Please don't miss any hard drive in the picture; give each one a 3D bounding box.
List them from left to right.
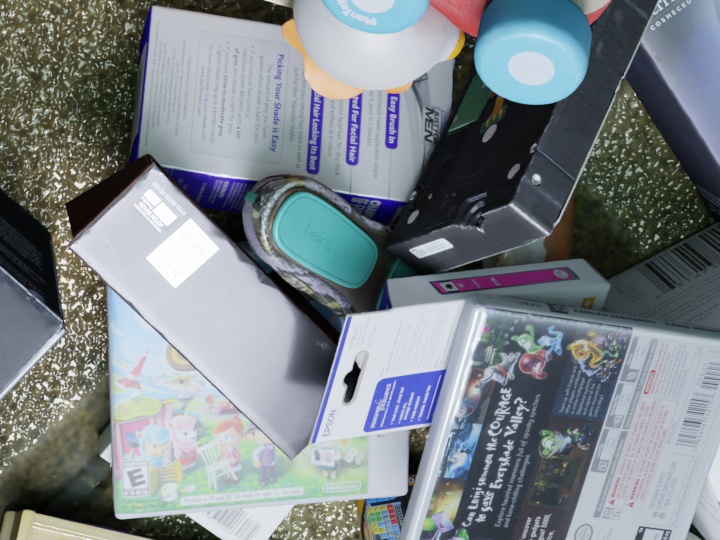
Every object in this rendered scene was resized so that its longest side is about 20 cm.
[{"bbox_3d":[0.101,-0.096,1.224,0.038,0.139,0.201,35,64,-20],"label":"hard drive"}]

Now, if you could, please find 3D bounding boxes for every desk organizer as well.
[{"bbox_3d":[-0.088,0.015,1.254,0.072,0.077,0.200,-42,113,5],"label":"desk organizer"}]

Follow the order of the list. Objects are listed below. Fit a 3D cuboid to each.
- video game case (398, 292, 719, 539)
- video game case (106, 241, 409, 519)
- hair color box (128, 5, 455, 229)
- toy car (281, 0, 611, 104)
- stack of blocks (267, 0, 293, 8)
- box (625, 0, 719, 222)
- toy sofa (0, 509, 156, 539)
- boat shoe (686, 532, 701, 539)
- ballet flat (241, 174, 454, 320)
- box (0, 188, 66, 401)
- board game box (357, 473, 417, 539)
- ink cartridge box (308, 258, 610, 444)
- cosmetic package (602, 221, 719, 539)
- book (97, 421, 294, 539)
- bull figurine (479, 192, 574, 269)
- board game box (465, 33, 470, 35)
[{"bbox_3d":[0.127,0.116,1.257,0.180,0.023,0.202,8,115,-15],"label":"video game case"},{"bbox_3d":[-0.064,0.069,1.334,0.198,0.022,0.184,-3,111,-11],"label":"video game case"},{"bbox_3d":[-0.043,-0.092,1.293,0.198,0.065,0.110,7,69,-10],"label":"hair color box"},{"bbox_3d":[0.036,-0.157,1.158,0.176,0.186,0.200,23,142,-12],"label":"toy car"},{"bbox_3d":[-0.074,-0.206,1.255,0.198,0.115,0.059,15,101,-13],"label":"stack of blocks"},{"bbox_3d":[0.277,-0.156,1.333,0.199,0.123,0.199,-37,107,0],"label":"box"},{"bbox_3d":[-0.150,0.221,1.380,0.198,0.098,0.084,14,78,-13],"label":"toy sofa"},{"bbox_3d":[0.150,0.232,1.434,0.198,0.062,0.075,-18,66,-18],"label":"boat shoe"},{"bbox_3d":[0.000,0.000,1.270,0.200,0.072,0.072,37,95,-36],"label":"ballet flat"},{"bbox_3d":[-0.288,0.040,1.236,0.124,0.197,0.200,42,94,-17],"label":"box"},{"bbox_3d":[0.110,0.205,1.371,0.198,0.166,0.057,-8,134,-9],"label":"board game box"},{"bbox_3d":[0.056,0.048,1.247,0.199,0.037,0.095,-7,127,-35],"label":"ink cartridge box"},{"bbox_3d":[0.279,0.082,1.372,0.164,0.165,0.201,-28,108,-1],"label":"cosmetic package"},{"bbox_3d":[-0.063,0.078,1.370,0.133,0.048,0.200,37,96,-20],"label":"book"},{"bbox_3d":[0.102,-0.035,1.340,0.065,0.121,0.202,9,114,25],"label":"bull figurine"},{"bbox_3d":[0.134,-0.221,1.279,0.199,0.135,0.035,-38,101,1],"label":"board game box"}]
